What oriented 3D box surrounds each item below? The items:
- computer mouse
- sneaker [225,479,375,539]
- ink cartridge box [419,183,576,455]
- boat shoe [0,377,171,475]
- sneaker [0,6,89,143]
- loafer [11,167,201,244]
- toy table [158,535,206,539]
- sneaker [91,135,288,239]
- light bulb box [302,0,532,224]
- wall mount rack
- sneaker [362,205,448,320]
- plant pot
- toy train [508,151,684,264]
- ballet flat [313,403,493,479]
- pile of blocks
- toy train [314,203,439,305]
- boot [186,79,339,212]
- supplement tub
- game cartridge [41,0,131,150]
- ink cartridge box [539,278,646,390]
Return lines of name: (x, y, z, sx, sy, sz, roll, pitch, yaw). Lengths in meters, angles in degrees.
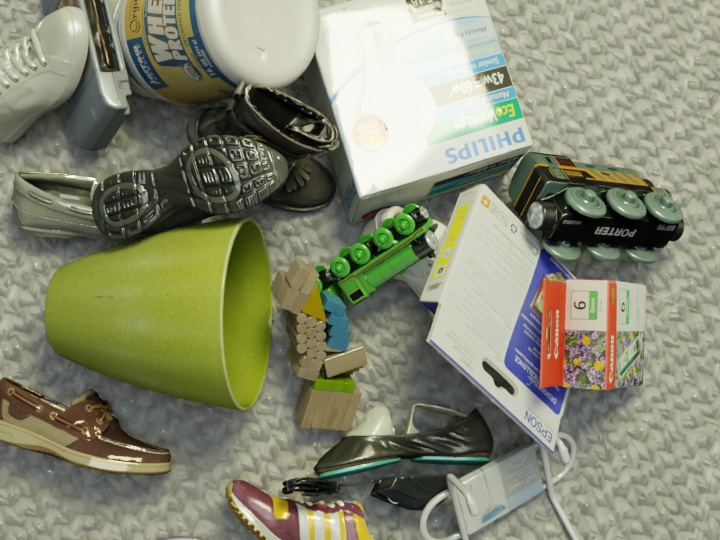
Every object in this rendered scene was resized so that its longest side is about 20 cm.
computer mouse: (0.010, 0.228, 0.997, 0.197, 0.058, 0.035, 6, 72, -27)
sneaker: (-0.047, 0.263, 1.013, 0.199, 0.075, 0.091, 39, 73, -6)
ink cartridge box: (0.148, 0.051, 0.996, 0.197, 0.047, 0.202, 42, 55, -24)
boat shoe: (-0.284, 0.158, 1.002, 0.197, 0.072, 0.073, 15, 83, 3)
sneaker: (-0.347, -0.191, 0.977, 0.199, 0.084, 0.074, -37, 70, 33)
loafer: (-0.265, -0.070, 1.024, 0.196, 0.070, 0.071, 1, 127, -5)
toy table: (-0.219, 0.353, 0.958, 0.183, 0.117, 0.201, 38, 82, 1)
sneaker: (-0.159, -0.082, 0.951, 0.197, 0.091, 0.077, -10, 90, 15)
light bulb box: (0.053, -0.183, 1.047, 0.195, 0.125, 0.203, -18, 84, -8)
wall mount rack: (0.166, 0.264, 1.022, 0.198, 0.074, 0.176, -25, 117, -16)
sneaker: (0.089, 0.005, 1.037, 0.199, 0.100, 0.075, 35, 69, -1)
plant pot: (-0.205, 0.041, 0.980, 0.196, 0.187, 0.191, 1, 82, 9)
toy train: (0.253, -0.070, 1.046, 0.197, 0.086, 0.115, 2, 42, -26)
ballet flat: (0.044, 0.178, 1.034, 0.196, 0.068, 0.070, -2, 73, -16)
pile of blocks: (-0.043, 0.071, 1.015, 0.081, 0.062, 0.203, -15, 118, -14)
toy train: (0.000, 0.000, 1.010, 0.199, 0.042, 0.057, -32, 98, 30)
boot: (-0.072, -0.119, 0.980, 0.198, 0.173, 0.070, 25, 76, -30)
supplement tub: (-0.153, -0.244, 0.983, 0.143, 0.198, 0.148, -1, 92, -45)
game cartridge: (-0.290, -0.236, 1.019, 0.041, 0.133, 0.203, -9, 79, -36)
ink cartridge box: (0.241, 0.065, 0.997, 0.050, 0.199, 0.111, 1, 87, 31)
